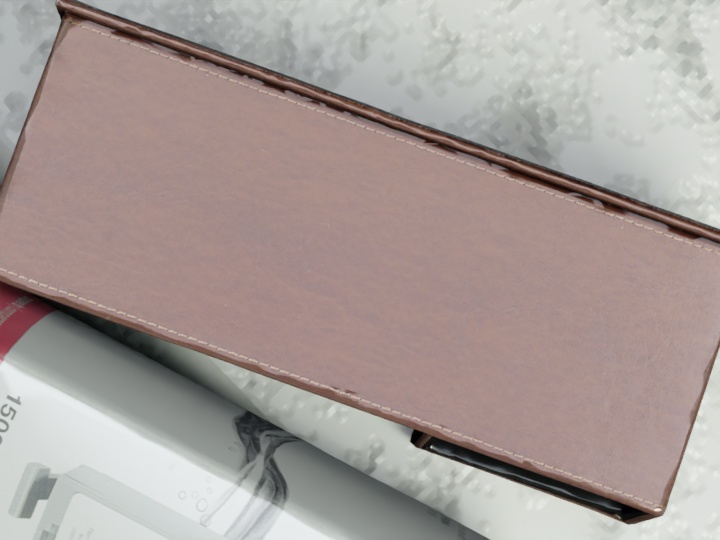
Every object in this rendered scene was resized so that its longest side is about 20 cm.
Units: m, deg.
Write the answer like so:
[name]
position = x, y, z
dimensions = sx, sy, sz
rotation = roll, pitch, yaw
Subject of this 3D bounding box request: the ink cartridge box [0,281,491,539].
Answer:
[ink cartridge box]
position = -0.068, 0.103, 0.776
dimensions = 0.199, 0.083, 0.147
rotation = 27, 97, 1

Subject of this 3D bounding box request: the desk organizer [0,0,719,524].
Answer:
[desk organizer]
position = 0.000, 0.000, 0.807
dimensions = 0.199, 0.072, 0.077
rotation = 20, 83, 0
